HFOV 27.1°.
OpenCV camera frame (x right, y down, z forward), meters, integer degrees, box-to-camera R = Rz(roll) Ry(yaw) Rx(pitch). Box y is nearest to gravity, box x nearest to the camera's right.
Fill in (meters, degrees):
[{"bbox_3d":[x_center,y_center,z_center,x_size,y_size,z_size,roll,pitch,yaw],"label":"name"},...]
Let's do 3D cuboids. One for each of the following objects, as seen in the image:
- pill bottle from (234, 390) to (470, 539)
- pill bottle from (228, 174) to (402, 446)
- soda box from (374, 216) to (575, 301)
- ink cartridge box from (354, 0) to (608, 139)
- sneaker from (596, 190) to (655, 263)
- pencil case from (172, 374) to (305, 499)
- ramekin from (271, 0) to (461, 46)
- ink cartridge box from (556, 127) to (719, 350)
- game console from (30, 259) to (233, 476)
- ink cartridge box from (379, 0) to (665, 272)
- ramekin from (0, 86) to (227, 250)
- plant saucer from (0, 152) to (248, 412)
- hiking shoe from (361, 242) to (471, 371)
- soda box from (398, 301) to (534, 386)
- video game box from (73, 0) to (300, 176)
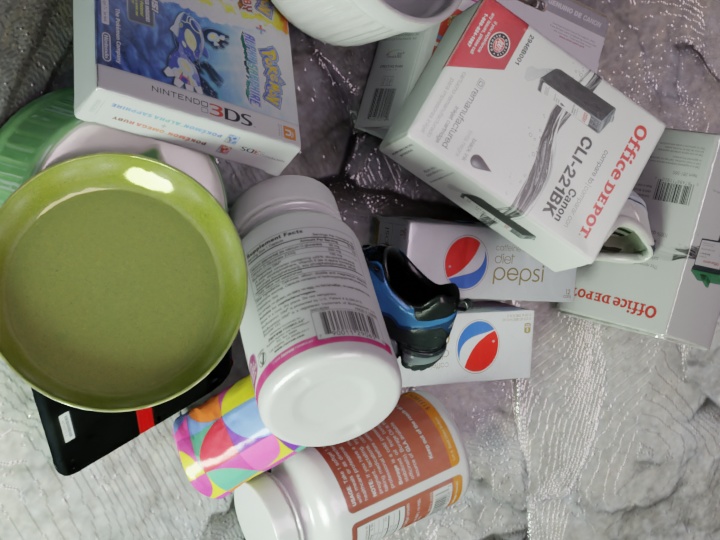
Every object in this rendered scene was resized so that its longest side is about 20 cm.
[{"bbox_3d":[-0.009,0.192,1.349,0.198,0.112,0.114,-20,107,-27],"label":"pill bottle"},{"bbox_3d":[-0.043,0.027,1.184,0.112,0.201,0.114,-10,139,-9],"label":"pill bottle"},{"bbox_3d":[0.109,-0.011,1.411,0.198,0.063,0.069,3,96,-32],"label":"soda box"},{"bbox_3d":[0.117,-0.184,1.388,0.198,0.084,0.178,18,87,-32],"label":"ink cartridge box"},{"bbox_3d":[0.195,-0.048,1.372,0.198,0.071,0.073,4,135,-31],"label":"sneaker"},{"bbox_3d":[-0.066,0.118,1.271,0.199,0.089,0.089,-30,115,13],"label":"pencil case"},{"bbox_3d":[-0.007,-0.285,1.255,0.199,0.104,0.203,20,63,-44],"label":"ramekin"},{"bbox_3d":[0.293,-0.035,1.476,0.084,0.145,0.203,17,89,-41],"label":"ink cartridge box"},{"bbox_3d":[-0.180,0.079,1.204,0.176,0.201,0.031,-30,67,-18],"label":"game console"},{"bbox_3d":[0.140,-0.114,1.283,0.199,0.084,0.145,33,77,-13],"label":"ink cartridge box"},{"bbox_3d":[-0.204,-0.046,1.208,0.198,0.097,0.203,-5,100,-30],"label":"ramekin"},{"bbox_3d":[-0.183,0.011,1.107,0.197,0.031,0.203,4,68,-9],"label":"plant saucer"},{"bbox_3d":[0.000,0.000,1.304,0.198,0.087,0.075,29,38,4],"label":"hiking shoe"},{"bbox_3d":[0.066,0.069,1.406,0.198,0.063,0.069,-2,98,-30],"label":"soda box"},{"bbox_3d":[-0.140,-0.188,1.198,0.181,0.047,0.202,15,53,-34],"label":"video game box"}]
